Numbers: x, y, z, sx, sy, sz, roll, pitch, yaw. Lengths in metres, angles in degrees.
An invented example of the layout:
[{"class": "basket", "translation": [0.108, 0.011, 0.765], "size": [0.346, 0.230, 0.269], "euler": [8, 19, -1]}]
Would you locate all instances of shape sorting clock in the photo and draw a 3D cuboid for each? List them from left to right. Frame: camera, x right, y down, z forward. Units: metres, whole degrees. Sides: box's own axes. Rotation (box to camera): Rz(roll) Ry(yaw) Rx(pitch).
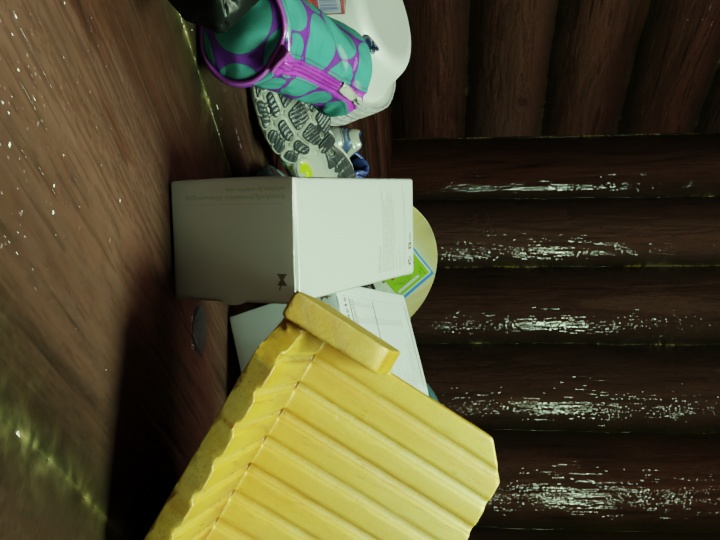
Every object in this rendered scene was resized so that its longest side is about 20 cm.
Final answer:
[{"class": "shape sorting clock", "translation": [0.000, 0.000, 0.976], "size": [0.039, 0.196, 0.204], "euler": [-124, -156, -52]}]

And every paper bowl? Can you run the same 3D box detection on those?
[{"class": "paper bowl", "translation": [-0.015, -0.274, 0.904], "size": [0.200, 0.102, 0.205], "euler": [34, 49, -51]}]

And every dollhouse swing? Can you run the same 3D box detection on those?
[{"class": "dollhouse swing", "translation": [-0.010, 0.151, 0.515], "size": [0.202, 0.174, 0.182], "euler": [-58, 173, -2]}]

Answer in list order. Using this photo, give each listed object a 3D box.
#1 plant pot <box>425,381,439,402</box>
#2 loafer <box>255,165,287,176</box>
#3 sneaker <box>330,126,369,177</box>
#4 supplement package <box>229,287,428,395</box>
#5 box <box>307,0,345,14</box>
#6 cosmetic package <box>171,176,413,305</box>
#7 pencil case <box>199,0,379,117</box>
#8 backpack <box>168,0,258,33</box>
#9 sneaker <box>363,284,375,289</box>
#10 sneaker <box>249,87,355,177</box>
[{"class": "plant pot", "translation": [0.009, 0.223, 1.057], "size": [0.196, 0.195, 0.206], "euler": [21, 69, -80]}, {"class": "loafer", "translation": [-0.086, -0.060, 0.799], "size": [0.072, 0.063, 0.200], "euler": [49, 3, 3]}, {"class": "sneaker", "translation": [-0.029, -0.130, 1.203], "size": [0.202, 0.086, 0.077], "euler": [84, 6, -57]}, {"class": "supplement package", "translation": [-0.023, 0.085, 0.774], "size": [0.199, 0.107, 0.116], "euler": [15, 59, -69]}, {"class": "box", "translation": [-0.069, -0.328, 0.703], "size": [0.201, 0.100, 0.097], "euler": [78, 13, -61]}, {"class": "cosmetic package", "translation": [-0.042, -0.028, 0.620], "size": [0.199, 0.105, 0.087], "euler": [-10, 101, -65]}, {"class": "pencil case", "translation": [-0.055, -0.185, 0.689], "size": [0.085, 0.093, 0.199], "euler": [-48, 166, 18]}, {"class": "backpack", "translation": [-0.062, -0.268, 0.516], "size": [0.199, 0.152, 0.166], "euler": [-36, 141, -35]}, {"class": "sneaker", "translation": [-0.036, -0.005, 0.836], "size": [0.200, 0.078, 0.077], "euler": [53, 15, -67]}, {"class": "sneaker", "translation": [-0.074, -0.144, 0.855], "size": [0.077, 0.079, 0.202], "euler": [-42, 140, -16]}]
